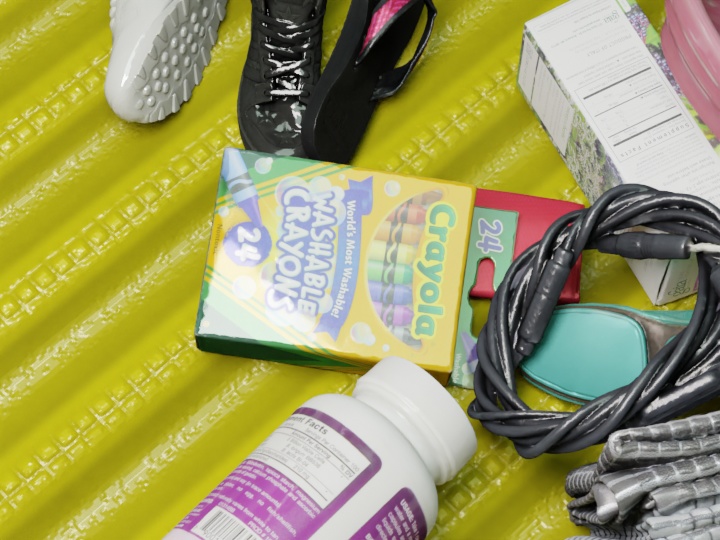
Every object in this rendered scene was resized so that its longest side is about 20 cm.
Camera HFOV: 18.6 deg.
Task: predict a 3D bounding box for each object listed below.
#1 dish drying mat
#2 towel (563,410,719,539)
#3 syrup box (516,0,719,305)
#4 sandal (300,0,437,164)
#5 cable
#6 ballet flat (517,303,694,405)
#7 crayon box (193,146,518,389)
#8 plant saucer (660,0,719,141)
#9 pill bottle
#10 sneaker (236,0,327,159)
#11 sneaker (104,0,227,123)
[{"bbox_3d":[0.050,-0.021,1.466,0.198,0.018,0.078,6,72,0],"label":"dish drying mat"},{"bbox_3d":[0.223,0.122,1.318,0.198,0.166,0.086,-13,85,-9],"label":"towel"},{"bbox_3d":[0.187,-0.086,1.477,0.081,0.079,0.201,-25,66,-13],"label":"syrup box"},{"bbox_3d":[0.018,-0.155,1.502,0.045,0.075,0.201,5,62,33],"label":"sandal"},{"bbox_3d":[0.146,0.032,1.365,0.199,0.051,0.164,-29,56,16],"label":"cable"},{"bbox_3d":[0.196,0.055,1.406,0.198,0.070,0.068,0,89,30],"label":"ballet flat"},{"bbox_3d":[0.000,0.000,1.421,0.198,0.052,0.127,8,76,0],"label":"crayon box"},{"bbox_3d":[0.270,-0.121,1.470,0.200,0.051,0.201,35,30,-24],"label":"plant saucer"},{"bbox_3d":[-0.024,0.147,1.324,0.112,0.113,0.200,41,67,16],"label":"pill bottle"},{"bbox_3d":[-0.051,-0.172,1.492,0.059,0.104,0.202,3,62,-3],"label":"sneaker"},{"bbox_3d":[-0.141,-0.186,1.521,0.080,0.077,0.201,12,57,15],"label":"sneaker"}]
